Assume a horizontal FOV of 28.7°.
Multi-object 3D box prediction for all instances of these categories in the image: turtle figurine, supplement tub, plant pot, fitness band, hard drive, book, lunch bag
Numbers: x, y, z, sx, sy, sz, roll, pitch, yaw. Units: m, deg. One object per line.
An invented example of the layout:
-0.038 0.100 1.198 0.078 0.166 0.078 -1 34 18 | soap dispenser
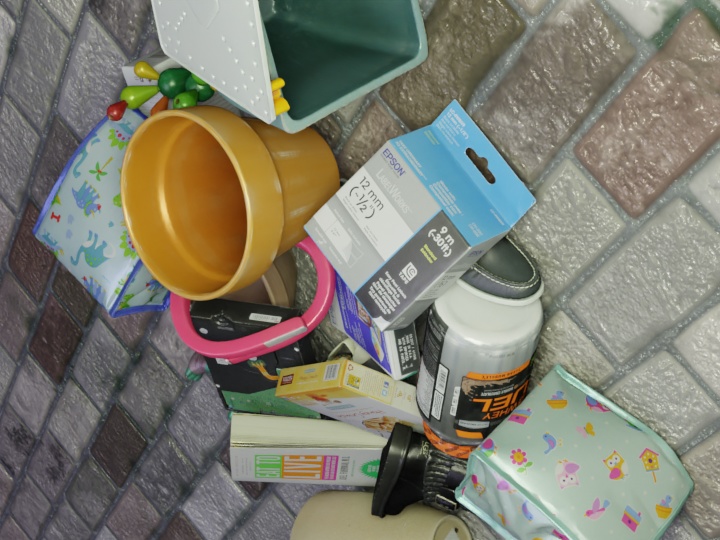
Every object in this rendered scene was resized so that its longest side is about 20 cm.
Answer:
-0.136 0.165 1.909 0.199 0.101 0.150 27 178 36 | turtle figurine
0.125 0.104 1.524 0.122 0.122 0.201 34 141 26 | supplement tub
0.042 0.370 1.819 0.199 0.187 0.188 -13 109 38 | plant pot
-0.126 0.026 1.639 0.037 0.199 0.145 51 -159 -66 | fitness band
-0.083 -0.276 1.402 0.199 0.195 0.198 18 132 47 | plant pot
-0.122 0.112 1.735 0.139 0.038 0.201 6 141 18 | hard drive
-0.127 -0.086 1.520 0.199 0.183 0.202 14 112 38 | plant pot
-0.068 0.237 1.814 0.198 0.048 0.134 2 149 -2 | book
-0.144 0.001 1.781 0.200 0.093 0.202 31 139 31 | plant pot
0.228 0.226 1.463 0.200 0.170 0.122 37 146 17 | lunch bag
-0.268 -0.075 1.666 0.170 0.127 0.201 40 115 22 | lunch bag

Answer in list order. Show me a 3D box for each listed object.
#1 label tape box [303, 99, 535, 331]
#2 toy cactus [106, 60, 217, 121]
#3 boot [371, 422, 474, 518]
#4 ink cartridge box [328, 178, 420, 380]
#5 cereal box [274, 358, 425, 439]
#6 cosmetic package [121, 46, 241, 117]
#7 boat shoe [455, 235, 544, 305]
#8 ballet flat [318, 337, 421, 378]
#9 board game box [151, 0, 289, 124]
0.058 -0.056 1.426 0.200 0.066 0.144 -45 72 24 | label tape box
-0.177 -0.222 1.568 0.199 0.165 0.103 -17 113 30 | toy cactus
0.098 0.262 1.698 0.157 0.080 0.211 15 155 0 | boot
0.000 0.000 1.617 0.200 0.043 0.200 35 140 61 | ink cartridge box
0.018 0.159 1.668 0.199 0.040 0.144 24 158 -29 | cereal box
-0.200 -0.172 1.695 0.071 0.101 0.201 10 125 47 | cosmetic package
0.109 -0.036 1.468 0.199 0.076 0.061 32 145 27 | boat shoe
0.005 0.111 1.719 0.073 0.073 0.200 58 147 -5 | ballet flat
-0.140 -0.259 1.288 0.200 0.026 0.201 37 145 42 | board game box
